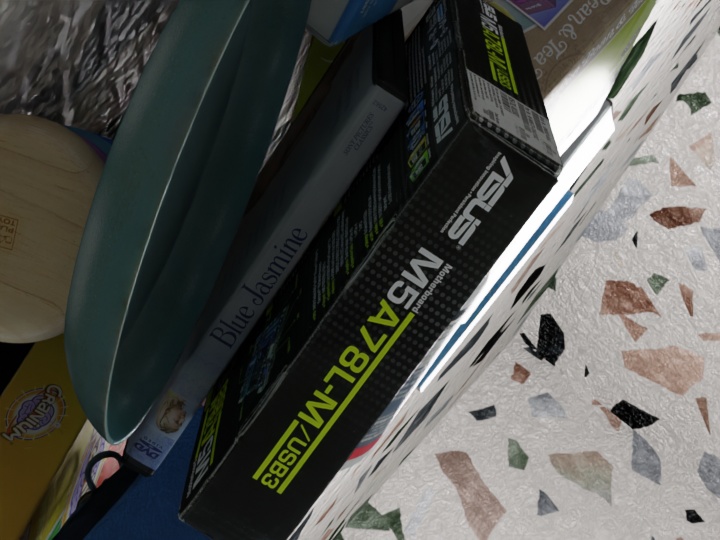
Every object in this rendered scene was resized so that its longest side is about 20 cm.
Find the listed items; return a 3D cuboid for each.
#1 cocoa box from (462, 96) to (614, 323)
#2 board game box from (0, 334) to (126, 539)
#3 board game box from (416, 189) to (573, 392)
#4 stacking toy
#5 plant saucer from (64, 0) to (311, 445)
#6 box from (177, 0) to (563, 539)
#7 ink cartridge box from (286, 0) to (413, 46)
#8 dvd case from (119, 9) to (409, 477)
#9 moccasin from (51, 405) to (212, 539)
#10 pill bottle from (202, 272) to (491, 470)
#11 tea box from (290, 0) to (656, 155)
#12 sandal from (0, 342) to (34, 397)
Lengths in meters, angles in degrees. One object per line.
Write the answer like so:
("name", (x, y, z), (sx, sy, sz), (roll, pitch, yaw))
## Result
("cocoa box", (0.079, -0.076, 1.153), (0.200, 0.131, 0.133), (-53, 170, 5))
("board game box", (-0.151, 0.099, 0.739), (0.154, 0.040, 0.201), (109, 3, -46))
("board game box", (0.059, -0.022, 1.246), (0.200, 0.134, 0.034), (-50, 170, -5))
("stacking toy", (-0.115, -0.025, 0.661), (0.086, 0.085, 0.200), (-53, 177, 10))
("plant saucer", (-0.062, -0.035, 0.555), (0.200, 0.027, 0.201), (21, 90, -88))
("box", (0.002, -0.009, 0.632), (0.194, 0.047, 0.200), (-57, -168, 20))
("ink cartridge box", (0.036, -0.201, 0.662), (0.200, 0.084, 0.145), (-39, 163, -51))
("dvd case", (-0.041, -0.020, 0.676), (0.201, 0.017, 0.143), (-55, -167, 19))
("moccasin", (-0.102, 0.113, 0.689), (0.068, 0.081, 0.200), (-25, -178, 28))
("pill bottle", (0.000, 0.000, 0.810), (0.120, 0.119, 0.201), (-37, 162, -56))
("tea box", (0.071, -0.127, 0.935), (0.200, 0.133, 0.197), (-47, 170, -28))
("sandal", (-0.187, 0.060, 0.721), (0.075, 0.045, 0.200), (-58, -176, 38))
